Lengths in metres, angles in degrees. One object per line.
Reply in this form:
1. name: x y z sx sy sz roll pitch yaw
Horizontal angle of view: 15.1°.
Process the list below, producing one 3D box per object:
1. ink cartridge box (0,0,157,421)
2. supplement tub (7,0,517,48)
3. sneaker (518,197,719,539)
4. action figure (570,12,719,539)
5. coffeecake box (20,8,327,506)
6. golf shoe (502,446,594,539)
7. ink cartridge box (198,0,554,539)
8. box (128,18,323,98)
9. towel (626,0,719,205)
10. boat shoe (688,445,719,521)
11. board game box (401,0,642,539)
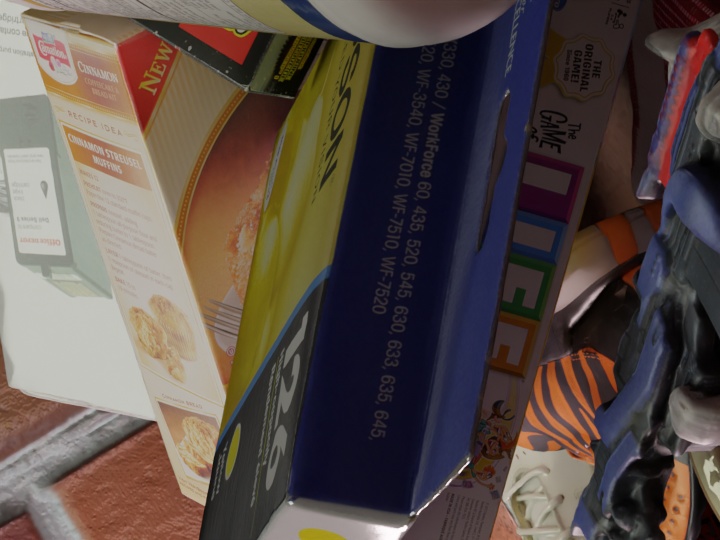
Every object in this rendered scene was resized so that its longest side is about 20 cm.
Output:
1. ink cartridge box: -0.077 -0.063 1.063 0.084 0.146 0.201 10 118 33
2. supplement tub: -0.048 -0.141 0.749 0.199 0.145 0.145 10 138 37
3. sneaker: 0.089 0.057 0.876 0.200 0.077 0.113 105 144 -74
4. action figure: 0.128 0.015 0.666 0.194 0.104 0.201 59 147 32
5. coffeecake box: -0.016 -0.029 0.987 0.073 0.153 0.201 21 134 53
6. golf shoe: 0.096 0.113 1.059 0.200 0.091 0.075 49 147 8
7. ink cartridge box: 0.000 0.000 0.800 0.200 0.047 0.199 118 165 -60
8. box: -0.075 -0.163 0.872 0.199 0.138 0.040 33 -169 21
9. towel: 0.136 0.001 0.807 0.200 0.023 0.144 54 168 30
10. boat shoe: 0.146 0.070 0.731 0.065 0.072 0.201 -36 69 44
11. board game box: 0.030 0.004 0.852 0.034 0.202 0.134 15 -178 -11
